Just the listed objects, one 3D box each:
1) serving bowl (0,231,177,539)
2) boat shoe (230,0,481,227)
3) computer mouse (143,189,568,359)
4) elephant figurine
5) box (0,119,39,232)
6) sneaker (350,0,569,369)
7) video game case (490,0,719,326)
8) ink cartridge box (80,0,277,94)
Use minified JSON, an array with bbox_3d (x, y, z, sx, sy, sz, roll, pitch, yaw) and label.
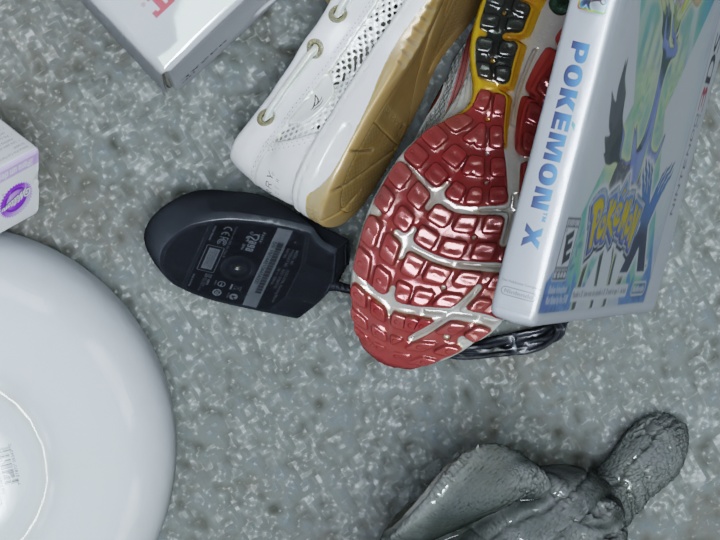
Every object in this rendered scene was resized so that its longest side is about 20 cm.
[{"bbox_3d":[-0.174,0.082,0.904,0.200,0.066,0.201,-1,94,-11],"label":"serving bowl"},{"bbox_3d":[0.009,-0.120,0.925,0.069,0.071,0.200,28,81,18],"label":"boat shoe"},{"bbox_3d":[0.000,0.000,0.958,0.200,0.034,0.059,15,131,-18],"label":"computer mouse"},{"bbox_3d":[0.058,0.134,0.928,0.200,0.155,0.141,-42,122,8],"label":"elephant figurine"},{"bbox_3d":[-0.216,-0.003,0.852,0.200,0.041,0.039,-34,148,-36],"label":"box"},{"bbox_3d":[0.058,-0.046,0.924,0.078,0.082,0.200,29,80,1],"label":"sneaker"},{"bbox_3d":[0.115,-0.069,0.895,0.022,0.200,0.183,16,96,21],"label":"video game case"},{"bbox_3d":[-0.094,-0.195,0.868,0.145,0.084,0.200,-43,92,-2],"label":"ink cartridge box"}]
